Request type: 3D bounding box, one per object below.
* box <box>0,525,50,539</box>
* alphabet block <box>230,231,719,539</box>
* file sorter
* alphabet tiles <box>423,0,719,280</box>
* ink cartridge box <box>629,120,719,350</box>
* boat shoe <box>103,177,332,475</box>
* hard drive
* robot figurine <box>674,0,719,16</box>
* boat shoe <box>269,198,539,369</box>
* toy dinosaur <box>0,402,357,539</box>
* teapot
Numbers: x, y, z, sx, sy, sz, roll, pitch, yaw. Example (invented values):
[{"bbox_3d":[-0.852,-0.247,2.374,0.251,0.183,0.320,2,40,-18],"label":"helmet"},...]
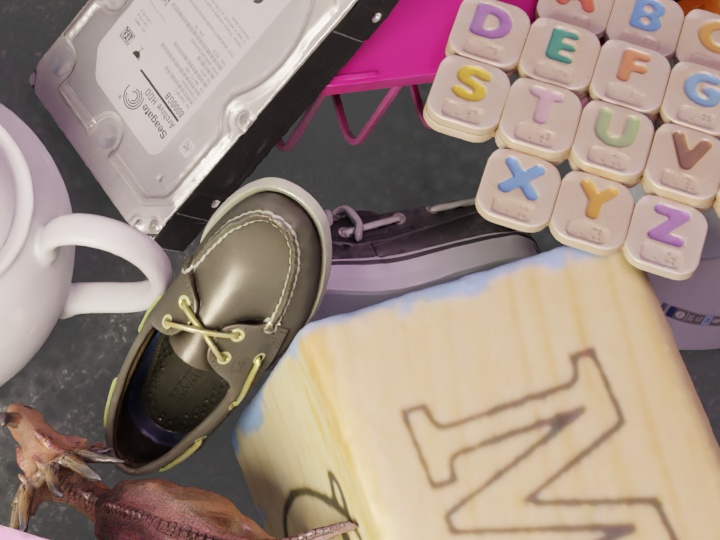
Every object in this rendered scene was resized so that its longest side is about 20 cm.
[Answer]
[{"bbox_3d":[-0.173,0.238,1.287,0.097,0.200,0.176,19,67,-9],"label":"box"},{"bbox_3d":[0.068,0.122,1.403,0.196,0.195,0.200,-17,75,-19],"label":"alphabet block"},{"bbox_3d":[0.040,-0.154,1.531,0.200,0.125,0.139,-8,72,-19],"label":"file sorter"},{"bbox_3d":[0.138,-0.084,1.417,0.200,0.015,0.196,18,49,3],"label":"alphabet tiles"},{"bbox_3d":[0.235,-0.010,1.514,0.200,0.160,0.047,22,40,-6],"label":"ink cartridge box"},{"bbox_3d":[-0.076,0.034,1.380,0.072,0.202,0.060,36,42,4],"label":"boat shoe"},{"bbox_3d":[-0.082,-0.127,1.446,0.038,0.200,0.140,11,37,-54],"label":"hard drive"},{"bbox_3d":[0.210,-0.211,1.585,0.145,0.058,0.200,61,31,-28],"label":"robot figurine"},{"bbox_3d":[0.000,-0.002,1.479,0.199,0.074,0.068,-15,54,-12],"label":"boat shoe"},{"bbox_3d":[-0.104,0.130,1.344,0.136,0.200,0.086,47,58,-34],"label":"toy dinosaur"},{"bbox_3d":[-0.231,-0.024,1.396,0.200,0.146,0.198,-28,80,-24],"label":"teapot"}]
